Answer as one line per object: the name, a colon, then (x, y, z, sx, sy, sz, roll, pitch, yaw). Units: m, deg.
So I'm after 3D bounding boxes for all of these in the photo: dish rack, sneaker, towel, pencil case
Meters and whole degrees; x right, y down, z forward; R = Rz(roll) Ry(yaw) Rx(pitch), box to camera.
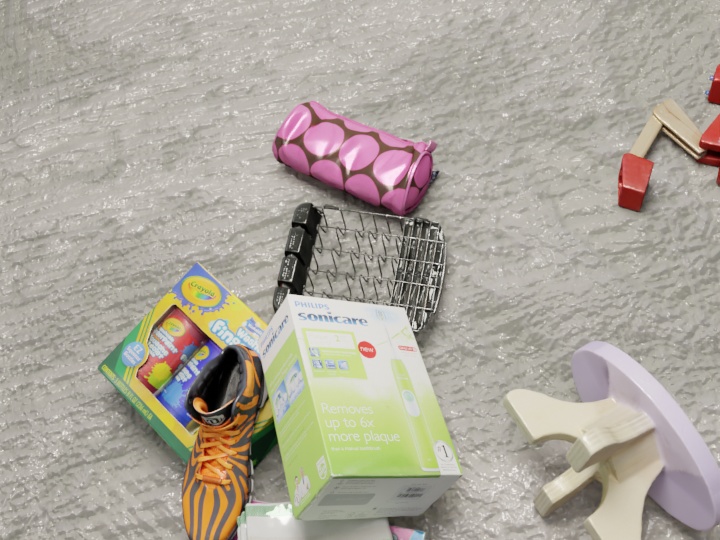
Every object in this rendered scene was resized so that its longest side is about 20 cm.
dish rack: (0.000, 0.000, 0.972, 0.197, 0.055, 0.155, 8, 71, 12)
sneaker: (-0.145, 0.168, 0.820, 0.077, 0.112, 0.202, 5, 73, 8)
towel: (-0.035, 0.283, 0.749, 0.147, 0.031, 0.201, -7, 33, -5)
pencil case: (-0.008, -0.142, 1.014, 0.198, 0.091, 0.095, 24, 104, 19)

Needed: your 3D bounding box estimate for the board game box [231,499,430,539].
board game box: (-0.039, 0.320, 0.839, 0.197, 0.064, 0.149, 6, 69, 13)

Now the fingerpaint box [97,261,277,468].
fingerpaint box: (-0.167, 0.119, 0.943, 0.200, 0.073, 0.167, 40, 80, 22)

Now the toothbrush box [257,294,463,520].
toothbrush box: (-0.006, 0.133, 0.825, 0.144, 0.086, 0.201, 9, 44, -30)

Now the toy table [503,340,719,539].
toy table: (0.234, 0.174, 0.792, 0.116, 0.185, 0.200, -25, 51, -17)

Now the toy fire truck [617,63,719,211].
toy fire truck: (0.382, -0.157, 0.960, 0.140, 0.049, 0.202, 14, 71, 17)
